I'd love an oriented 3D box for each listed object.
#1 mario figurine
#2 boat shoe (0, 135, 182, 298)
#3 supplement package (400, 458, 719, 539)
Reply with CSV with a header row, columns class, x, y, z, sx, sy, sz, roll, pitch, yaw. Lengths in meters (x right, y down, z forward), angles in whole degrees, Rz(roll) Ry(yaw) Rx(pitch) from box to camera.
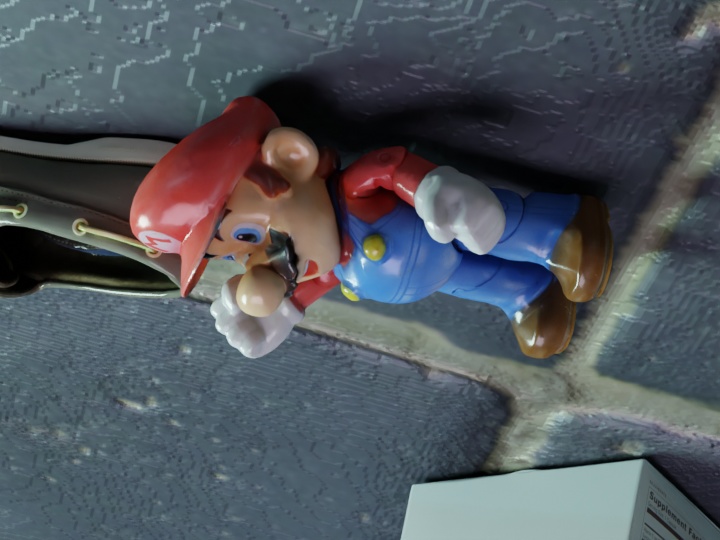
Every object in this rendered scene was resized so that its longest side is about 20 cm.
class,x,y,z,sx,sy,sz,roll,pitch,yaw
mario figurine,0.000,0.000,1.061,0.198,0.106,0.124,11,112,-9
boat shoe,-0.157,-0.021,1.147,0.200,0.061,0.072,1,148,22
supplement package,0.106,0.226,1.310,0.151,0.201,0.151,-10,143,36
